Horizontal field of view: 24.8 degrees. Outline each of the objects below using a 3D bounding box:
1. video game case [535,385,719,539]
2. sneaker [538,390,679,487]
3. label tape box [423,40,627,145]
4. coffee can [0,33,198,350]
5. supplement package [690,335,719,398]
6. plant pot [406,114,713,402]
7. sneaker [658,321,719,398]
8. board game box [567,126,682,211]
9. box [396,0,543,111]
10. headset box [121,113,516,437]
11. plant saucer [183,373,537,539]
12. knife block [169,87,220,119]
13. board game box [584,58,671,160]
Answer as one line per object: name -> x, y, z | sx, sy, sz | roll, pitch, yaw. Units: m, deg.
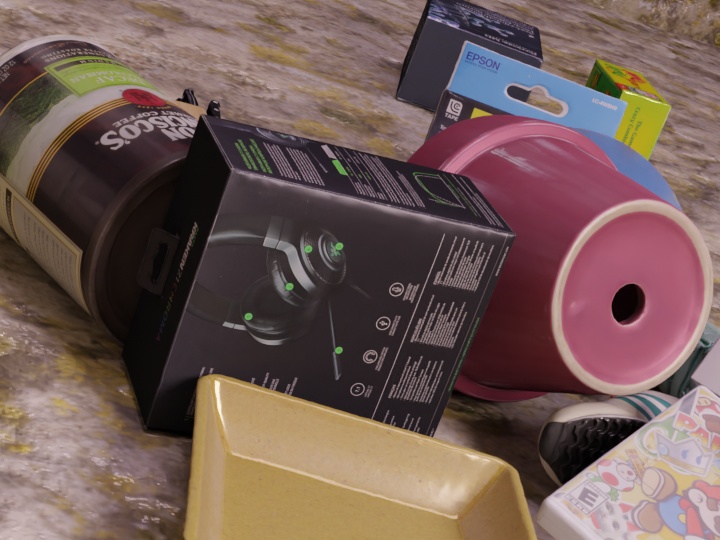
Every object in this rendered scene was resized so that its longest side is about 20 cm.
video game case -> 0.230, 0.168, 0.970 | 0.200, 0.023, 0.182 | 40, 42, 22
sneaker -> 0.181, 0.117, 1.121 | 0.200, 0.070, 0.093 | 9, 15, -36
label tape box -> 0.116, -0.073, 1.350 | 0.143, 0.200, 0.066 | 20, 13, 1
coffee can -> -0.165, -0.054, 1.099 | 0.146, 0.147, 0.200 | 2, 26, -43
supplement package -> 0.336, 0.087, 1.156 | 0.120, 0.121, 0.200 | 35, -3, 34
plant pot -> 0.132, 0.002, 1.106 | 0.200, 0.200, 0.179 | 9, 5, -30
sneaker -> 0.237, 0.067, 1.286 | 0.118, 0.074, 0.200 | 27, 10, 0
board game box -> 0.159, -0.009, 1.285 | 0.158, 0.200, 0.039 | 29, -9, 0
box -> 0.134, -0.255, 1.999 | 0.148, 0.107, 0.200 | 20, 20, -3
headset box -> -0.035, 0.016, 1.002 | 0.200, 0.174, 0.093 | 11, 22, -23
plant saucer -> -0.003, 0.142, 0.885 | 0.200, 0.049, 0.200 | 17, 20, -10
knife block -> -0.177, -0.107, 1.353 | 0.175, 0.064, 0.200 | 28, 21, 23
board game box -> 0.200, -0.073, 1.437 | 0.048, 0.200, 0.102 | 16, 20, -12
